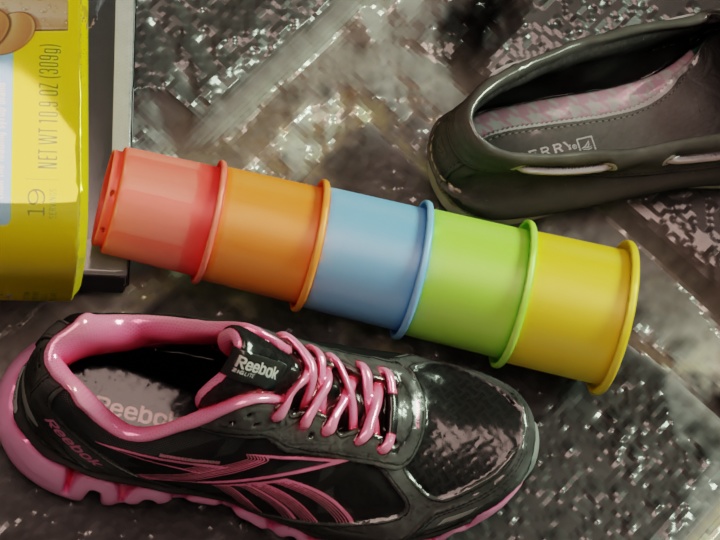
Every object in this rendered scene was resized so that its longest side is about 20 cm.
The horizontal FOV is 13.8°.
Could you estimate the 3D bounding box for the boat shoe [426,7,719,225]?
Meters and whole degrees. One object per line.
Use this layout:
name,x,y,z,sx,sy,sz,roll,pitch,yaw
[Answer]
boat shoe,0.122,-0.065,1.154,0.200,0.057,0.067,-17,72,-14

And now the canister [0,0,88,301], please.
canister,-0.199,-0.060,1.067,0.199,0.087,0.149,1,70,-9

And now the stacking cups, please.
stacking cups,0.000,0.000,1.105,0.199,0.061,0.061,11,68,-7

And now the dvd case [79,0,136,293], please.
dvd case,-0.161,-0.090,1.141,0.150,0.025,0.200,2,68,-7

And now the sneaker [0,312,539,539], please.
sneaker,-0.030,0.050,1.068,0.199,0.095,0.079,5,67,-8
